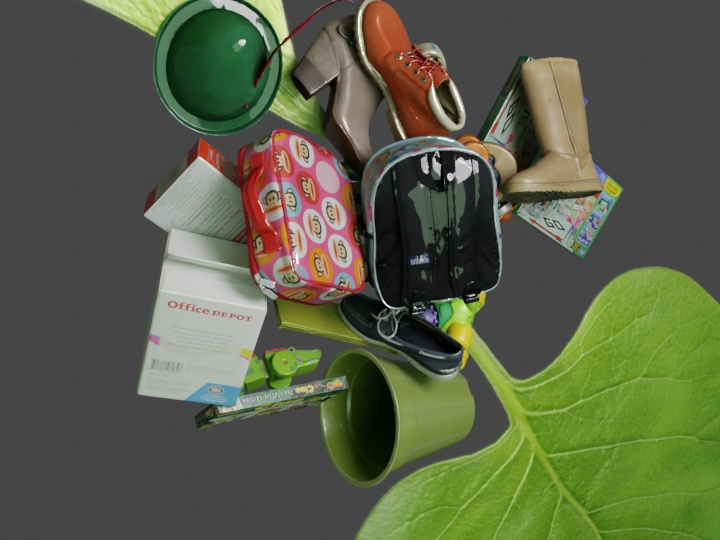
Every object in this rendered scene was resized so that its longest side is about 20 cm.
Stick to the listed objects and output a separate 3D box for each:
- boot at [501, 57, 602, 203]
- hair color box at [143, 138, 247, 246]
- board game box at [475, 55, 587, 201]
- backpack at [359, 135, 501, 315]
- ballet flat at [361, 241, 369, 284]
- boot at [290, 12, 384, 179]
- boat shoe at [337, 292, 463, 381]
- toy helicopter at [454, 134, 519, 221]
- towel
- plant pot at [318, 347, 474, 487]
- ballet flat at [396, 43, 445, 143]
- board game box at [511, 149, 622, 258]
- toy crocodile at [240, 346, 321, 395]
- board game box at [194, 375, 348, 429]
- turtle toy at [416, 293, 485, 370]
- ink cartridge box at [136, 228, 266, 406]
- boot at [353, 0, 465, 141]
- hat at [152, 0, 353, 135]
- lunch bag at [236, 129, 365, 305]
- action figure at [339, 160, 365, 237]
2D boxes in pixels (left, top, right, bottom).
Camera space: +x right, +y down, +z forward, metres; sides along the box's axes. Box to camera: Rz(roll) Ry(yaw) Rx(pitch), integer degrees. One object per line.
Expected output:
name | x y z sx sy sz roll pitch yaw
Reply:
boot | 0.256 -0.199 1.024 0.174 0.066 0.201 -5 82 -31
hair color box | -0.167 -0.064 0.946 0.111 0.064 0.200 -41 119 17
board game box | 0.251 -0.208 1.115 0.134 0.029 0.201 25 96 -27
backpack | 0.085 -0.069 0.917 0.177 0.151 0.201 -10 118 -6
ballet flat | 0.000 0.000 1.054 0.199 0.069 0.070 -20 114 -16
boot | 0.006 -0.239 0.965 0.146 0.070 0.200 -40 110 -16
boat shoe | 0.056 0.082 1.017 0.075 0.200 0.062 -39 153 -36
toy helicopter | 0.160 -0.092 1.060 0.132 0.079 0.200 29 106 -9
towel | -0.034 0.076 1.055 0.199 0.086 0.018 15 117 -26
plant pot | 0.067 0.215 1.102 0.189 0.200 0.201 2 107 -37
ballet flat | 0.090 -0.214 1.014 0.069 0.069 0.201 -6 109 -21
board game box | 0.328 -0.115 1.149 0.200 0.029 0.135 25 97 -39
toy crocodile | -0.152 0.147 1.043 0.199 0.062 0.068 -14 154 -19
board game box | -0.126 0.188 1.028 0.199 0.105 0.024 -6 68 -32
turtle toy | 0.129 0.049 1.074 0.200 0.101 0.146 85 24 -60
ink cartridge box | -0.196 0.052 0.907 0.128 0.125 0.201 12 125 -17
boot | 0.066 -0.256 0.908 0.075 0.107 0.201 -34 106 -29
hat | -0.144 -0.248 0.845 0.165 0.176 0.201 15 101 -27
lunch bag | -0.077 -0.063 0.864 0.176 0.082 0.201 15 61 -56
action figure | -0.058 -0.109 1.003 0.199 0.055 0.119 7 107 -21
